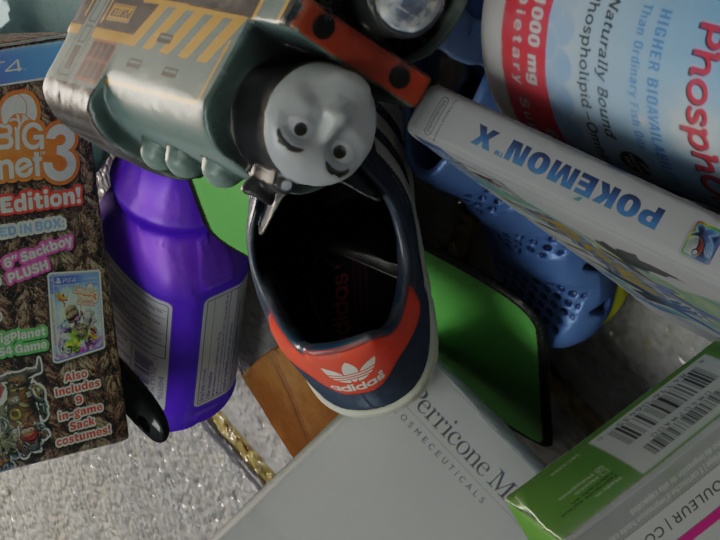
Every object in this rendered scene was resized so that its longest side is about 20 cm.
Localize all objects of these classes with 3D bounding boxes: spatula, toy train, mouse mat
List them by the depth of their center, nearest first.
[{"bbox_3d":[-0.040,-0.083,0.849,0.085,0.114,0.200,30,175,-31],"label":"toy train"},{"bbox_3d":[0.000,0.000,1.033,0.200,0.008,0.161,33,163,18],"label":"mouse mat"},{"bbox_3d":[-0.147,0.015,1.204,0.200,0.021,0.057,54,148,33],"label":"spatula"}]

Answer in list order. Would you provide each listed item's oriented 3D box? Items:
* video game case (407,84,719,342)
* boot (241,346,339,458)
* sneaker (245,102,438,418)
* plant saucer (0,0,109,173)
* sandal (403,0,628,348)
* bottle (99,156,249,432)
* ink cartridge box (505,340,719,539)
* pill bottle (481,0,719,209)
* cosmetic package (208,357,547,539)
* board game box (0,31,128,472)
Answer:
[{"bbox_3d":[0.132,0.011,0.820,0.182,0.022,0.200,29,178,39],"label":"video game case"},{"bbox_3d":[0.032,0.109,1.136,0.200,0.068,0.188,67,155,1],"label":"boot"},{"bbox_3d":[-0.017,-0.046,0.920,0.085,0.075,0.200,46,-155,-72],"label":"sneaker"},{"bbox_3d":[-0.158,-0.143,1.175,0.201,0.039,0.201,33,134,42],"label":"plant saucer"},{"bbox_3d":[0.050,-0.055,0.935,0.079,0.087,0.200,9,124,48],"label":"sandal"},{"bbox_3d":[-0.094,-0.009,1.183,0.084,0.065,0.200,46,145,31],"label":"bottle"},{"bbox_3d":[0.152,0.138,0.891,0.200,0.104,0.059,57,170,-19],"label":"ink cartridge box"},{"bbox_3d":[0.143,-0.068,0.774,0.200,0.109,0.109,22,132,44],"label":"pill bottle"},{"bbox_3d":[0.023,0.168,0.993,0.199,0.200,0.123,46,178,1],"label":"cosmetic package"},{"bbox_3d":[-0.204,-0.012,1.170,0.159,0.097,0.200,8,107,55],"label":"board game box"}]
